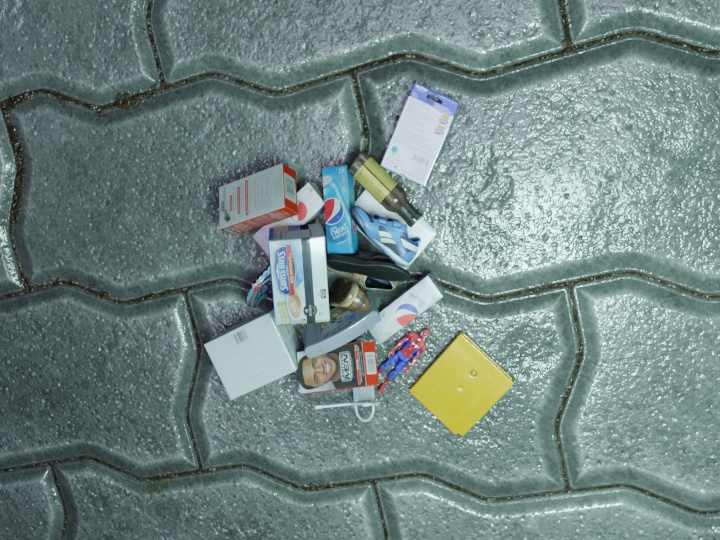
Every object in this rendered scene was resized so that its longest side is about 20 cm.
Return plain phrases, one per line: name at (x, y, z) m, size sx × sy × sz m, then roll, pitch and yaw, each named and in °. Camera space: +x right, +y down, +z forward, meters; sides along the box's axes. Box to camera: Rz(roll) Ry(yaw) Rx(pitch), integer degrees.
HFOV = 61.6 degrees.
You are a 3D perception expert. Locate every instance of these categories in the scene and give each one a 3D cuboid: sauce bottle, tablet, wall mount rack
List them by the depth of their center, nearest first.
sauce bottle at (0.059, -0.183, 1.399) m, size 0.065 × 0.065 × 0.200 m, roll -43°, pitch 91°, yaw 15°
tablet at (0.071, -0.110, 1.449) m, size 0.200 × 0.014 × 0.131 m, roll 43°, pitch 105°, yaw 3°
wall mount rack at (-0.034, 0.271, 1.488) m, size 0.171 × 0.074 × 0.206 m, roll -11°, pitch 78°, yaw 37°

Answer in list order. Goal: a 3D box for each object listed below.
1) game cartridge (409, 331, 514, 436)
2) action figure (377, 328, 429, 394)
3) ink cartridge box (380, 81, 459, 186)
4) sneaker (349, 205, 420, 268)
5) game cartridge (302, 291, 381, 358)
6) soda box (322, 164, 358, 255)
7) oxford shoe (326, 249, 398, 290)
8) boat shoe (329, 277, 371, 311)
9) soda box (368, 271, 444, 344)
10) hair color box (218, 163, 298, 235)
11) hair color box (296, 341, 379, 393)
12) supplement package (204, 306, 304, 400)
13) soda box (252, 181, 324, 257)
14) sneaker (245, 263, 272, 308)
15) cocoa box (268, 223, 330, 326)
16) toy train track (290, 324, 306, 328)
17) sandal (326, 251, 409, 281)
game cartridge at (0.244, 0.280, 1.471) m, size 0.176 × 0.032 × 0.201 m, roll 42°, pitch 107°, yaw 3°
action figure at (0.099, 0.217, 1.482) m, size 0.065 × 0.052 × 0.201 m, roll 43°, pitch 103°, yaw 7°
ink cartridge box at (0.137, -0.311, 1.388) m, size 0.117 × 0.042 × 0.204 m, roll 25°, pitch 106°, yaw 8°
sneaker at (0.058, -0.092, 1.395) m, size 0.199 × 0.074 × 0.083 m, roll 39°, pitch 95°, yaw -23°
game cartridge at (-0.048, 0.129, 1.438) m, size 0.197 × 0.134 × 0.042 m, roll -29°, pitch 109°, yaw 4°
soda box at (-0.047, -0.138, 1.422) m, size 0.062 × 0.068 × 0.206 m, roll -5°, pitch 86°, yaw 12°
oxford shoe at (0.000, 0.000, 1.446) m, size 0.194 × 0.074 × 0.073 m, roll 10°, pitch 119°, yaw 12°
boat shoe at (-0.027, 0.066, 1.414) m, size 0.067 × 0.200 × 0.073 m, roll 33°, pitch 84°, yaw -13°
soda box at (0.106, 0.089, 1.447) m, size 0.199 × 0.068 × 0.064 m, roll -38°, pitch 91°, yaw 15°
hair color box at (-0.246, -0.167, 1.444) m, size 0.195 × 0.064 × 0.114 m, roll -14°, pitch 71°, yaw 25°
hair color box at (-0.056, 0.231, 1.431) m, size 0.196 × 0.061 × 0.105 m, roll -15°, pitch 76°, yaw 33°
supplement package at (-0.261, 0.201, 1.523) m, size 0.196 × 0.111 × 0.159 m, roll -25°, pitch 94°, yaw 14°
soda box at (-0.166, -0.125, 1.472) m, size 0.199 × 0.064 × 0.068 m, roll -41°, pitch 90°, yaw 15°
sneaker at (-0.205, 0.031, 1.500) m, size 0.095 × 0.079 × 0.200 m, roll 42°, pitch 105°, yaw 0°
cocoa box at (-0.144, 0.007, 1.402) m, size 0.127 × 0.134 × 0.206 m, roll -4°, pitch 107°, yaw -7°
toy train track at (-0.123, 0.152, 1.526) m, size 0.112 × 0.033 × 0.205 m, roll -14°, pitch 103°, yaw -4°
sandal at (0.019, -0.020, 1.381) m, size 0.195 × 0.076 × 0.049 m, roll 11°, pitch 68°, yaw 8°
